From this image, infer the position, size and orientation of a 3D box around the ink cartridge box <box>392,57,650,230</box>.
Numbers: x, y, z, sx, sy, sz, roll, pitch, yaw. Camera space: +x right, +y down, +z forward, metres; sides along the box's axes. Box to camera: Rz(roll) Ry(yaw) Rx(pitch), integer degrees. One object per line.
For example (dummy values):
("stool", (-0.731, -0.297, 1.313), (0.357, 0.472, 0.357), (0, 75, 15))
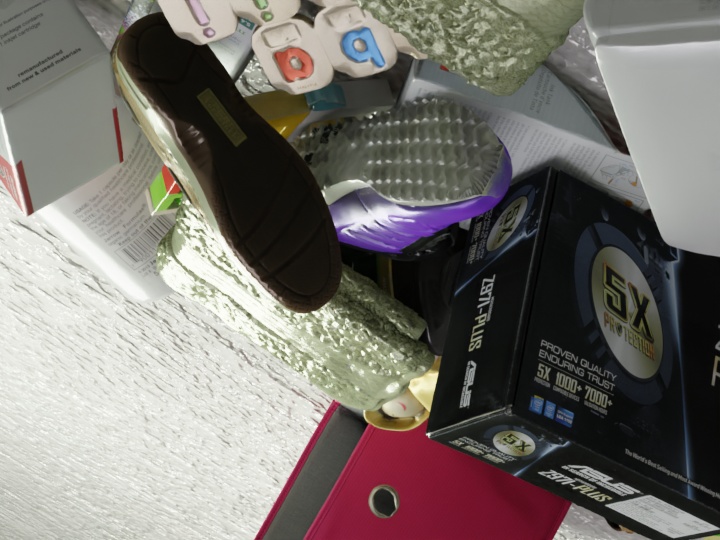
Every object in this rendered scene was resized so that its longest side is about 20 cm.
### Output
("ink cartridge box", (0.114, -0.069, 1.063), (0.198, 0.051, 0.162), (17, 155, -4))

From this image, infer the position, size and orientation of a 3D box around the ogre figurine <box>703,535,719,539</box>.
("ogre figurine", (0.292, 0.167, 1.209), (0.097, 0.120, 0.201), (15, 151, 36))

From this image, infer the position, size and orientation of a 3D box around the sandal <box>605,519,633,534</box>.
("sandal", (0.213, 0.187, 1.410), (0.198, 0.055, 0.082), (19, 154, 23))

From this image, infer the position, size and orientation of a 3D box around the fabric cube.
("fabric cube", (0.035, 0.241, 1.509), (0.199, 0.197, 0.200), (34, 163, -9))

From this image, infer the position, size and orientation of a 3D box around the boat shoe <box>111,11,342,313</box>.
("boat shoe", (-0.082, -0.061, 1.013), (0.201, 0.071, 0.076), (59, 155, -3))

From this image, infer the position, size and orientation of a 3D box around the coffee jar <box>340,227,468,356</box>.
("coffee jar", (0.000, 0.000, 1.213), (0.199, 0.085, 0.105), (7, 117, 37))

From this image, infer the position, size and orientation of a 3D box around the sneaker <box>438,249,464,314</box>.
("sneaker", (0.125, 0.038, 1.168), (0.199, 0.075, 0.088), (24, 173, -27))

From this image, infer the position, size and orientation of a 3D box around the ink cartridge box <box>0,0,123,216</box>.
("ink cartridge box", (-0.247, -0.160, 1.114), (0.201, 0.083, 0.145), (53, 162, 19))

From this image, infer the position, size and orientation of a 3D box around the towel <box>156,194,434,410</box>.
("towel", (-0.048, 0.021, 1.137), (0.199, 0.037, 0.148), (37, 154, -1))

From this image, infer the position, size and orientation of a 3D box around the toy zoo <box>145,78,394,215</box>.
("toy zoo", (-0.060, -0.086, 1.125), (0.130, 0.021, 0.200), (-11, 168, -23))

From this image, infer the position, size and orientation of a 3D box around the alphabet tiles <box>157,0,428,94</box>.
("alphabet tiles", (-0.028, -0.187, 0.896), (0.198, 0.015, 0.197), (-13, 127, 20))

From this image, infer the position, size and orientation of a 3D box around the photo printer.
("photo printer", (0.216, -0.077, 0.855), (0.165, 0.070, 0.201), (-2, 144, 24))

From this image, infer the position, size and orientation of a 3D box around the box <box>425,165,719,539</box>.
("box", (0.157, 0.057, 1.043), (0.199, 0.165, 0.086), (27, 152, -24))

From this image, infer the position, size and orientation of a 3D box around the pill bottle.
("pill bottle", (-0.204, -0.077, 1.286), (0.114, 0.115, 0.200), (-2, 141, 49))

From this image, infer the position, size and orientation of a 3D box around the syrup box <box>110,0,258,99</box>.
("syrup box", (-0.097, -0.163, 1.048), (0.078, 0.082, 0.200), (33, 154, -6))

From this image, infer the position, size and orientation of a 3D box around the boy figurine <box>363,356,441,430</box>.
("boy figurine", (0.076, 0.090, 1.299), (0.199, 0.065, 0.124), (-3, 143, 43))

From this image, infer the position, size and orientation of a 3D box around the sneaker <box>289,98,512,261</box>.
("sneaker", (0.036, -0.046, 1.028), (0.099, 0.070, 0.199), (38, 158, -33))

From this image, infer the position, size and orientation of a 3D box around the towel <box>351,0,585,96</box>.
("towel", (0.041, -0.180, 0.853), (0.199, 0.037, 0.148), (33, 131, -19))
